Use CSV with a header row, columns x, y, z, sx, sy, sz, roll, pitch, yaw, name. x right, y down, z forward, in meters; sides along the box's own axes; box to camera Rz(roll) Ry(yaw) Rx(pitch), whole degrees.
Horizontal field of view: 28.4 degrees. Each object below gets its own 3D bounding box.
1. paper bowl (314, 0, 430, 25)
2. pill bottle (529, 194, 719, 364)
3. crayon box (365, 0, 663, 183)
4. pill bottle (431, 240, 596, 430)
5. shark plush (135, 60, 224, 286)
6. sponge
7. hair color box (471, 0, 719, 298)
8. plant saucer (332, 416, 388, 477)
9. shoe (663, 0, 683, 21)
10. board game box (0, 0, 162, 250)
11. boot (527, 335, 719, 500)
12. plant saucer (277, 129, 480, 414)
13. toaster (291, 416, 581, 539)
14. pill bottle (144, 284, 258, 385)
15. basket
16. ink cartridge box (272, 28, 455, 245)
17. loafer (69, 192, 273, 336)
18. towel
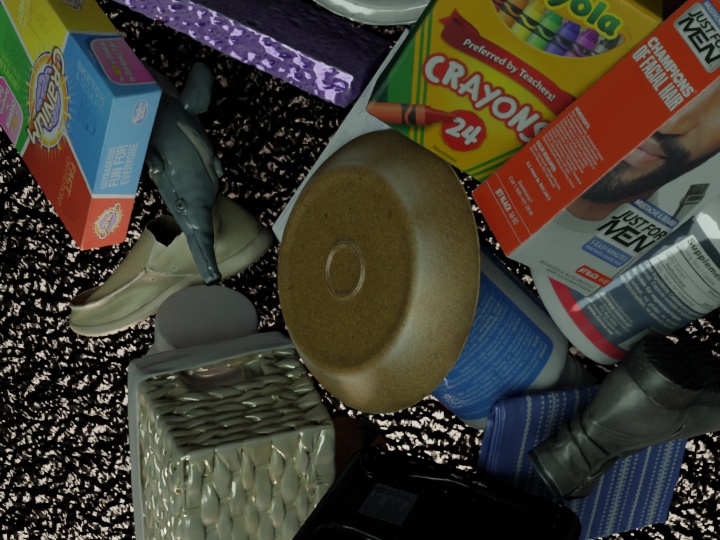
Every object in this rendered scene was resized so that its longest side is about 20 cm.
x,y,z,sx,sy,sz,roll,pitch,yaw,name
0.018,-0.272,0.993,0.199,0.104,0.202,8,114,17,paper bowl
0.230,-0.029,1.016,0.199,0.120,0.120,-34,99,28,pill bottle
0.106,-0.153,0.920,0.126,0.051,0.200,30,125,-7,crayon box
0.088,0.052,1.089,0.112,0.113,0.200,-35,115,28,pill bottle
-0.160,-0.078,1.119,0.090,0.083,0.202,-18,79,30,shark plush
-0.080,-0.187,1.059,0.199,0.112,0.030,26,117,7,sponge
0.183,-0.076,0.916,0.200,0.111,0.064,-43,52,21,hair color box
-0.033,0.220,1.181,0.032,0.201,0.201,17,123,-25,plant saucer
0.147,-0.176,0.982,0.199,0.091,0.072,24,127,-4,shoe
-0.229,-0.140,1.101,0.200,0.040,0.154,52,138,31,board game box
0.206,0.114,1.051,0.132,0.199,0.070,-46,54,20,boot
0.000,0.000,1.001,0.199,0.035,0.202,-4,84,47,plant saucer
0.047,0.216,0.985,0.179,0.200,0.120,16,115,13,toaster
-0.126,0.114,1.186,0.111,0.113,0.201,15,130,13,pill bottle
-0.096,0.168,1.079,0.135,0.123,0.201,-10,120,-19,basket
0.023,-0.085,1.075,0.200,0.094,0.044,-54,52,31,ink cartridge box
-0.167,-0.008,1.195,0.199,0.076,0.069,-25,102,17,loafer
0.170,0.149,1.098,0.024,0.199,0.146,41,129,51,towel
